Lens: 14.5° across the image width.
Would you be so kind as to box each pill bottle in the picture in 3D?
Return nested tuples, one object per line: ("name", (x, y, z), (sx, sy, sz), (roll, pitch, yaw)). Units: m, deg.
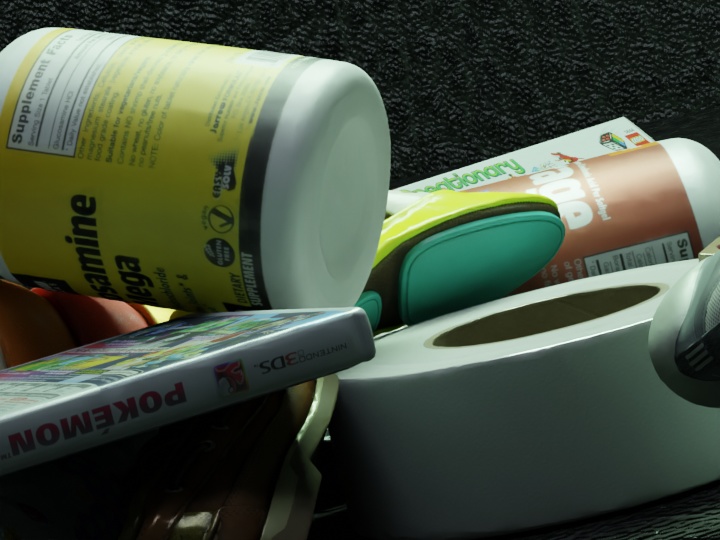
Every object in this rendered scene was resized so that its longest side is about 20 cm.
("pill bottle", (0.123, 0.000, 1.374), (0.199, 0.113, 0.112), (-14, 5, -5))
("pill bottle", (-0.096, -0.043, 1.204), (0.199, 0.113, 0.112), (8, 13, 20))

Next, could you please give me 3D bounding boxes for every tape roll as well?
("tape roll", (0.083, 0.051, 1.176), (0.201, 0.071, 0.202), (-14, 6, 1))

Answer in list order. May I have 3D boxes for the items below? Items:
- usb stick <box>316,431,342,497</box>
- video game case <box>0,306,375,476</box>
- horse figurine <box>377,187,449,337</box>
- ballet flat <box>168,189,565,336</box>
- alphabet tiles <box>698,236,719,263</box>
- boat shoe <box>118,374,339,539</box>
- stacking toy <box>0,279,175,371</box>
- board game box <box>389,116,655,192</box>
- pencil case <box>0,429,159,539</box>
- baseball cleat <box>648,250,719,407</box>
("usb stick", (-0.033, 0.082, 1.360), (0.055, 0.033, 0.200), (-15, 5, -6))
("video game case", (-0.111, 0.049, 1.061), (0.181, 0.023, 0.200), (-17, 4, -21))
("horse figurine", (0.019, 0.024, 1.463), (0.199, 0.133, 0.050), (-1, 15, 12))
("ballet flat", (0.000, 0.000, 1.265), (0.199, 0.067, 0.067), (-28, 56, -28))
("alphabet tiles", (0.258, -0.017, 1.178), (0.199, 0.008, 0.167), (3, 14, 22))
("boat shoe", (-0.051, 0.073, 1.068), (0.068, 0.072, 0.200), (18, 12, -3))
("stacking toy", (-0.105, 0.059, 1.276), (0.199, 0.147, 0.146), (-8, 2, -27))
("board game box", (0.075, -0.007, 1.588), (0.199, 0.127, 0.035), (-18, 49, -42))
("pencil case", (-0.120, 0.103, 1.090), (0.090, 0.084, 0.200), (8, 13, 18))
("baseball cleat", (0.193, -0.017, 1.044), (0.200, 0.070, 0.106), (-41, 1, -30))
